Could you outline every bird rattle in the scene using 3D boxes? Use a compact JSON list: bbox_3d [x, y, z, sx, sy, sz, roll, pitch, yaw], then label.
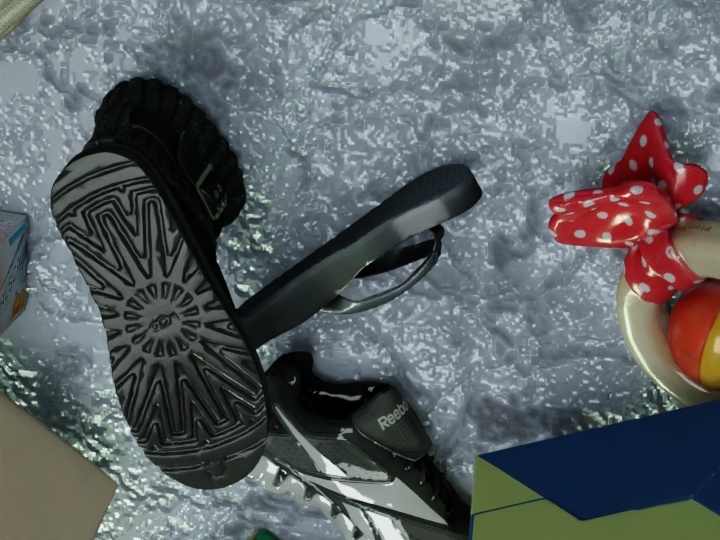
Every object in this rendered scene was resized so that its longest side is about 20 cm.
[{"bbox_3d":[0.194,0.018,1.608,0.199,0.113,0.164,13,131,14],"label":"bird rattle"}]

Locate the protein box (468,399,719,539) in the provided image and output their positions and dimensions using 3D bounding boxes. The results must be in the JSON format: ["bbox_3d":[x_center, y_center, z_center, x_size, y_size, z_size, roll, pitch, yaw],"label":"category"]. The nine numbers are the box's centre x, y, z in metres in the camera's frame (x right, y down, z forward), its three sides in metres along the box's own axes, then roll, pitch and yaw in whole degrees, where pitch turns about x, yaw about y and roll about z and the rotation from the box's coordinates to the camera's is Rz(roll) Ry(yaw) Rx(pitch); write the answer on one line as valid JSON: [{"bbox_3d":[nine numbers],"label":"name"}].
[{"bbox_3d":[0.185,0.193,1.621,0.198,0.135,0.200,-14,132,20],"label":"protein box"}]

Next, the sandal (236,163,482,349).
[{"bbox_3d":[0.000,0.000,1.670,0.200,0.076,0.043,-34,99,36],"label":"sandal"}]

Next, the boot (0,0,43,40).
[{"bbox_3d":[-0.274,-0.170,1.677,0.200,0.072,0.155,-32,103,24],"label":"boot"}]

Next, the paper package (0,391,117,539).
[{"bbox_3d":[-0.269,0.149,1.704,0.200,0.191,0.103,40,143,-24],"label":"paper package"}]

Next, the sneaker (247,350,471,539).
[{"bbox_3d":[0.015,0.115,1.712,0.199,0.066,0.091,31,119,4],"label":"sneaker"}]

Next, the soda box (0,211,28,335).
[{"bbox_3d":[-0.299,-0.008,1.750,0.199,0.068,0.064,10,114,11],"label":"soda box"}]

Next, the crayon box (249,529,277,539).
[{"bbox_3d":[-0.112,0.260,1.779,0.058,0.119,0.200,40,117,-3],"label":"crayon box"}]

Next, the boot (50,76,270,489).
[{"bbox_3d":[-0.099,0.003,1.649,0.079,0.158,0.212,-16,104,10],"label":"boot"}]
